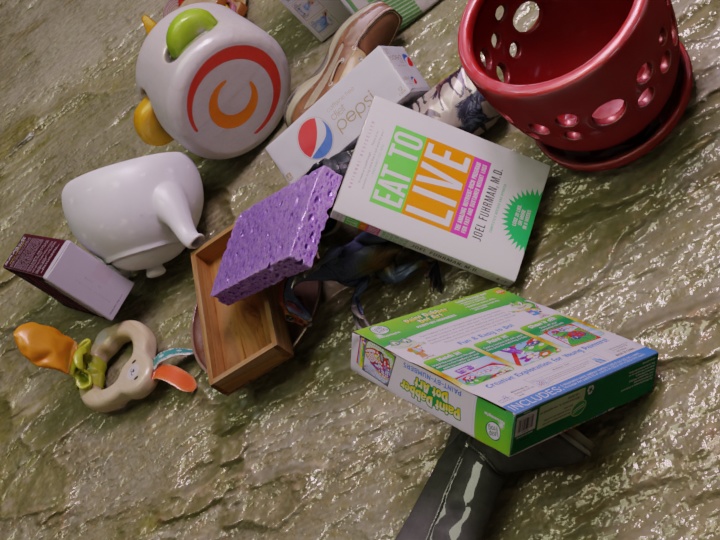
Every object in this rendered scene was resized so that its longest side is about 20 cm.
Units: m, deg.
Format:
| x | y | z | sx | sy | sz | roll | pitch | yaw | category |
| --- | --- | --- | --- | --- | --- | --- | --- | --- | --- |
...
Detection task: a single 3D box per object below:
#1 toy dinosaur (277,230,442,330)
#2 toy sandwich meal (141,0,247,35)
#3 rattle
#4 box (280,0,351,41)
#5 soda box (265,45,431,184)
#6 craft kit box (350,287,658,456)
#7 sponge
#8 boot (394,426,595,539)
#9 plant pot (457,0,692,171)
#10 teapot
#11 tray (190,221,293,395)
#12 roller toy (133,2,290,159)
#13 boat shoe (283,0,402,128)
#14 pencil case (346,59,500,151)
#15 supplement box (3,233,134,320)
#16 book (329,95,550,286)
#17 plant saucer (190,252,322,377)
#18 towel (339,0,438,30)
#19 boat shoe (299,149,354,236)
| x | y | z | sx | sy | sz | roll | pitch | yaw | category |
| --- | --- | --- | --- | --- | --- | --- | --- | --- | --- |
| 0.000 | 0.000 | 1.205 | 0.181 | 0.106 | 0.200 | -6 | 27 | 31 | toy dinosaur |
| -0.254 | -0.384 | 1.648 | 0.204 | 0.070 | 0.206 | -20 | 53 | 29 | toy sandwich meal |
| -0.310 | 0.099 | 1.355 | 0.199 | 0.143 | 0.130 | 6 | 47 | 48 | rattle |
| -0.083 | -0.419 | 1.441 | 0.101 | 0.200 | 0.113 | -35 | 47 | 16 | box |
| -0.016 | -0.178 | 1.294 | 0.200 | 0.064 | 0.068 | -38 | 81 | 29 | soda box |
| 0.128 | 0.082 | 0.981 | 0.197 | 0.199 | 0.049 | 27 | 121 | 43 | craft kit box |
| -0.096 | -0.034 | 1.188 | 0.200 | 0.030 | 0.112 | -23 | 45 | 56 | sponge |
| 0.107 | 0.216 | 0.984 | 0.201 | 0.072 | 0.182 | -59 | 25 | -16 | boot |
| 0.224 | -0.209 | 1.079 | 0.200 | 0.182 | 0.201 | -20 | 52 | 29 | plant pot |
| -0.290 | -0.062 | 1.430 | 0.196 | 0.200 | 0.147 | -16 | 91 | 5 | teapot |
| -0.141 | 0.037 | 1.275 | 0.098 | 0.037 | 0.201 | -32 | 49 | 19 | tray |
| -0.198 | -0.251 | 1.444 | 0.140 | 0.182 | 0.201 | 41 | 122 | 44 | roller toy |
| -0.012 | -0.241 | 1.373 | 0.200 | 0.075 | 0.074 | -52 | 49 | 12 | boat shoe |
| 0.075 | -0.159 | 1.241 | 0.200 | 0.078 | 0.090 | -37 | 35 | 15 | pencil case |
| -0.394 | 0.006 | 1.464 | 0.200 | 0.109 | 0.061 | 7 | 64 | 56 | supplement box |
| 0.083 | -0.080 | 1.128 | 0.048 | 0.199 | 0.134 | 122 | 167 | -73 | book |
| -0.117 | 0.044 | 1.301 | 0.200 | 0.037 | 0.201 | -19 | 54 | 29 | plant saucer |
| 0.053 | -0.399 | 1.369 | 0.200 | 0.153 | 0.023 | -36 | 17 | 16 | towel |
| -0.049 | -0.083 | 1.244 | 0.199 | 0.066 | 0.075 | -24 | 78 | 63 | boat shoe |
